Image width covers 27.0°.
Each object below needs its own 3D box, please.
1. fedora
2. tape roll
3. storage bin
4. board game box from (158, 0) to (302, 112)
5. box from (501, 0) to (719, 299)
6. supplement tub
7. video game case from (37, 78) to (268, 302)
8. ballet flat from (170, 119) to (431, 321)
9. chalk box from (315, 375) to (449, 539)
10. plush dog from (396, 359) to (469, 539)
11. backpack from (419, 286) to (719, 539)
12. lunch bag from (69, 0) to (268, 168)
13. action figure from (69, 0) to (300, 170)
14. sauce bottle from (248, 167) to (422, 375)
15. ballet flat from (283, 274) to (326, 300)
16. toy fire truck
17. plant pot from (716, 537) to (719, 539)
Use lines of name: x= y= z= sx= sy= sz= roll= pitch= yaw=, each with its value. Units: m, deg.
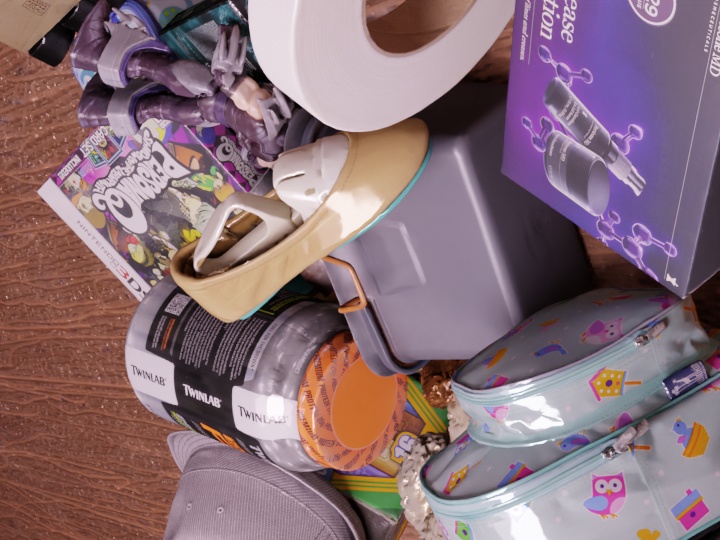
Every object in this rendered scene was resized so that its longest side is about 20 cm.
fedora: x=-0.092 y=0.211 z=1.179 sx=0.199 sy=0.091 sz=0.178 roll=5 pitch=138 yaw=39
tape roll: x=0.028 y=-0.168 z=0.783 sx=0.037 sy=0.202 sz=0.204 roll=39 pitch=148 yaw=29
storage bin: x=0.055 y=-0.028 z=0.971 sx=0.134 sy=0.145 sz=0.201 roll=2 pitch=122 yaw=45
board game box: x=-0.048 y=-0.115 z=1.084 sx=0.200 sy=0.028 sz=0.135 roll=48 pitch=158 yaw=-19
box: x=0.152 y=-0.107 z=0.781 sx=0.141 sy=0.079 sz=0.201 roll=35 pitch=146 yaw=30
supplement tub: x=-0.069 y=0.073 z=1.095 sx=0.199 sy=0.122 sz=0.123 roll=15 pitch=132 yaw=43
video game case: x=-0.147 y=-0.047 z=1.191 sx=0.181 sy=0.036 sz=0.200 roll=47 pitch=137 yaw=-8
ballet flat: x=-0.043 y=-0.034 z=0.900 sx=0.063 sy=0.069 sz=0.200 roll=31 pitch=128 yaw=-27
chalk box: x=-0.037 y=0.136 z=1.235 sx=0.199 sy=0.124 sz=0.125 roll=29 pitch=148 yaw=10
plush dog: x=0.104 y=0.139 z=1.027 sx=0.198 sy=0.160 sz=0.173 roll=14 pitch=111 yaw=21
backpack: x=0.131 y=0.103 z=0.866 sx=0.154 sy=0.199 sz=0.176 roll=55 pitch=170 yaw=-10
lunch bag: x=-0.146 y=-0.134 z=1.228 sx=0.160 sy=0.082 sz=0.201 roll=-11 pitch=111 yaw=57
action figure: x=-0.103 y=-0.121 z=1.036 sx=0.198 sy=0.070 sz=0.131 roll=18 pitch=146 yaw=16
sauce bottle: x=0.000 y=0.000 z=1.100 sx=0.200 sy=0.065 sz=0.065 roll=41 pitch=153 yaw=-6
ballet flat: x=-0.074 y=0.030 z=1.307 sx=0.063 sy=0.069 sz=0.199 roll=53 pitch=157 yaw=-25
toy fire truck: x=-0.246 y=-0.295 z=1.189 sx=0.128 sy=0.202 sz=0.176 roll=25 pitch=152 yaw=-26
plant pot: x=0.240 y=0.215 z=0.853 sx=0.199 sy=0.175 sz=0.201 roll=31 pitch=155 yaw=16
